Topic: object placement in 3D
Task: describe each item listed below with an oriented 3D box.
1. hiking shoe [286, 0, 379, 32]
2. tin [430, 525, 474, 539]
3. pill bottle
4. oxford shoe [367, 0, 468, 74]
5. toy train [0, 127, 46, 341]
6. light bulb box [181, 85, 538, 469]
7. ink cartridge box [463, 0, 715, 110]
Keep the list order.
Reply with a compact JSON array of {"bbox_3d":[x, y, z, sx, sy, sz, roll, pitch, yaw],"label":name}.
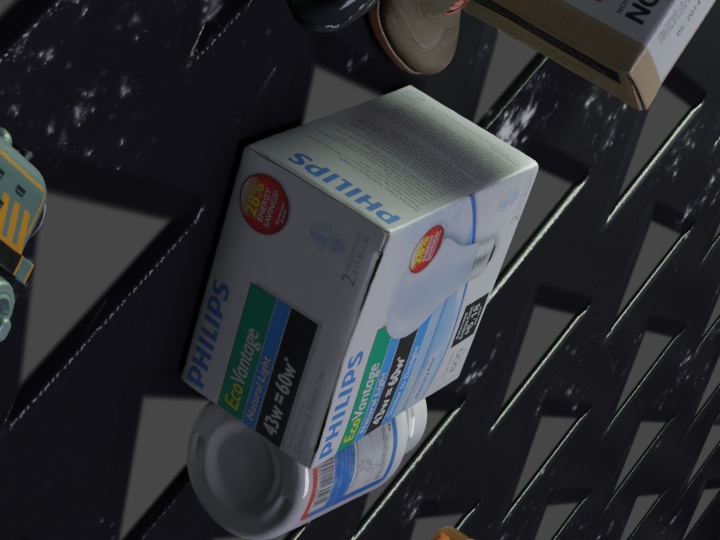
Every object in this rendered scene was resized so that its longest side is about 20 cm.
[{"bbox_3d":[-0.007,-0.240,0.993,0.100,0.075,0.201,18,94,-57],"label":"hiking shoe"},{"bbox_3d":[0.081,0.360,1.916,0.112,0.042,0.201,-38,150,-30],"label":"tin"},{"bbox_3d":[-0.033,0.127,1.320,0.200,0.112,0.113,-15,132,-58],"label":"pill bottle"},{"bbox_3d":[0.051,-0.190,1.143,0.071,0.075,0.200,-49,155,-20],"label":"oxford shoe"},{"bbox_3d":[-0.206,-0.029,0.822,0.115,0.085,0.200,-64,166,-9],"label":"toy train"},{"bbox_3d":[0.000,0.000,1.214,0.200,0.124,0.199,-27,142,-51],"label":"light bulb box"},{"bbox_3d":[0.183,-0.243,1.225,0.201,0.164,0.075,-56,157,-5],"label":"ink cartridge box"}]
